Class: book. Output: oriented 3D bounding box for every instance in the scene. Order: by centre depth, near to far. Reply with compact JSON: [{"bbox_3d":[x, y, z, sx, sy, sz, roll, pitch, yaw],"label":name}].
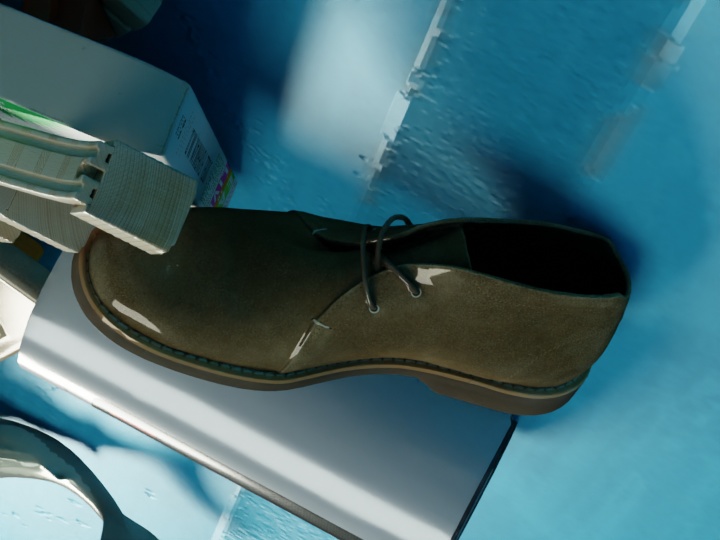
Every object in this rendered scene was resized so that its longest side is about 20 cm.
[{"bbox_3d":[-0.114,-0.062,0.930,0.133,0.048,0.200,22,174,5],"label":"book"}]

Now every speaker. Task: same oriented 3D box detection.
[{"bbox_3d":[-0.040,0.050,1.086,0.200,0.081,0.081,28,155,5],"label":"speaker"}]

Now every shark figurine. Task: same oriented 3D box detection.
[{"bbox_3d":[-0.196,0.110,1.400,0.214,0.129,0.089,4,174,14],"label":"shark figurine"}]

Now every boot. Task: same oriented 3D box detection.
[{"bbox_3d":[0.000,0.000,0.919,0.199,0.074,0.076,7,149,-18],"label":"boot"}]

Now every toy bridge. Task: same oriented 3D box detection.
[{"bbox_3d":[-0.121,-0.032,0.892,0.067,0.027,0.200,27,171,-22],"label":"toy bridge"}]

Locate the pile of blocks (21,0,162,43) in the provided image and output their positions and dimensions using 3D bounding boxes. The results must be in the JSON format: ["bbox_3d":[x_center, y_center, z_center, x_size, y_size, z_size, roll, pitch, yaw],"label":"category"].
[{"bbox_3d":[-0.135,-0.139,0.860,0.082,0.062,0.200,8,147,38],"label":"pile of blocks"}]

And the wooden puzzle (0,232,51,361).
[{"bbox_3d":[-0.223,-0.024,1.207,0.185,0.037,0.200,38,159,-16],"label":"wooden puzzle"}]
